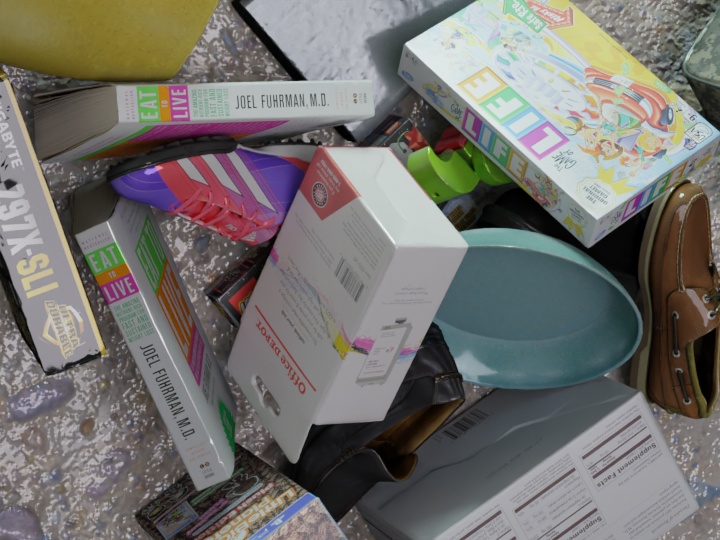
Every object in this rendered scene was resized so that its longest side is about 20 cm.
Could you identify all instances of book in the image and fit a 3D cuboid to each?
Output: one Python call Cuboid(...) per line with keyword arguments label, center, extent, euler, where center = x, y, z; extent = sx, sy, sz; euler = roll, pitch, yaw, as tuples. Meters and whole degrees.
Cuboid(label="book", center=(-0.108, -0.108, 1.555), extent=(0.199, 0.133, 0.048), euler=(-4, 89, -33))
Cuboid(label="book", center=(-0.145, 0.041, 1.577), extent=(0.048, 0.134, 0.201), euler=(-23, 107, 4))

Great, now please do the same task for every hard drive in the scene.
Cuboid(label="hard drive", center=(0.021, -0.214, 1.667), extent=(0.200, 0.033, 0.140), euler=(-45, 109, -10))

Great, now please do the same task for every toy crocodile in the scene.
Cuboid(label="toy crocodile", center=(0.103, -0.112, 1.669), extent=(0.200, 0.067, 0.062), euler=(-46, 110, -32))

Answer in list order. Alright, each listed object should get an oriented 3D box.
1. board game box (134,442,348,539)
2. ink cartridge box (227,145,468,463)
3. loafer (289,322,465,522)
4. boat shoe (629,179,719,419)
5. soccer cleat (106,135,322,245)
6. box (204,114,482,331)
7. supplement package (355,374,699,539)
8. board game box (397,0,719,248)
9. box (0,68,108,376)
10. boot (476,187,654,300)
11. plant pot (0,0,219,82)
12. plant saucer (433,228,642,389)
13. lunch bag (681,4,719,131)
Cuboid(label="board game box", center=(-0.058, 0.230, 1.609), extent=(0.097, 0.200, 0.160), euler=(-38, 109, -12))
Cuboid(label="ink cartridge box", center=(-0.014, 0.026, 1.573), extent=(0.067, 0.117, 0.201), euler=(0, 129, -37))
Cuboid(label="loafer", center=(0.009, 0.129, 1.647), extent=(0.073, 0.072, 0.200), euler=(-1, 135, -39))
Cuboid(label="boat shoe", center=(0.258, 0.022, 1.736), extent=(0.072, 0.068, 0.201), euler=(-33, 134, -39))
Cuboid(label="soccer cleat", center=(-0.093, -0.053, 1.564), extent=(0.200, 0.068, 0.074), euler=(-3, 82, -50))
Cuboid(label="box", center=(0.000, 0.000, 1.685), extent=(0.200, 0.040, 0.137), euler=(-43, 111, -10))
Cuboid(label="supplement package", center=(0.122, 0.174, 1.691), extent=(0.200, 0.156, 0.111), euler=(-33, 109, -13))
Cuboid(label="board game box", center=(0.143, -0.121, 1.621), extent=(0.134, 0.034, 0.200), euler=(-34, 66, -29))
Cuboid(label="box", center=(-0.236, -0.040, 1.525), extent=(0.049, 0.160, 0.201), euler=(-20, 103, -9))
Cuboid(label="boot", center=(0.176, -0.072, 1.691), extent=(0.211, 0.079, 0.158), euler=(19, 95, -59))
Cuboid(label="plant pot", center=(-0.165, -0.206, 1.497), extent=(0.142, 0.200, 0.201), euler=(28, 87, -12))
Cuboid(label="plant saucer", center=(0.107, 0.023, 1.629), extent=(0.199, 0.200, 0.036), euler=(22, 56, -22))
Cuboid(label="lunch bag", center=(0.361, -0.155, 1.738), extent=(0.200, 0.139, 0.168), euler=(-55, 134, -17))
